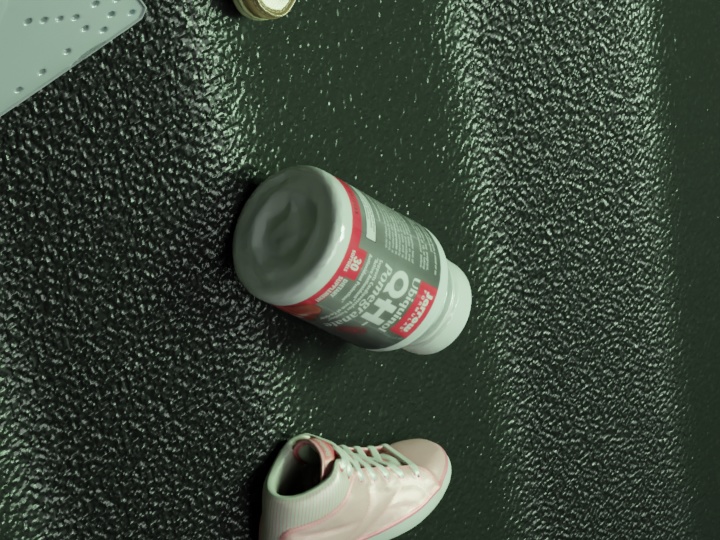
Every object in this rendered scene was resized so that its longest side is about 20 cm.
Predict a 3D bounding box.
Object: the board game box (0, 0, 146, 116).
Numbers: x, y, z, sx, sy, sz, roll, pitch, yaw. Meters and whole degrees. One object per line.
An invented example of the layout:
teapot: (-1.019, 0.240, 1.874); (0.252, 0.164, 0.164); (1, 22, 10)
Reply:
board game box: (-0.252, -0.158, 1.310); (0.199, 0.026, 0.200); (-34, 153, 1)

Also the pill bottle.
pill bottle: (0.000, 0.000, 1.681); (0.199, 0.110, 0.111); (27, 86, -48)

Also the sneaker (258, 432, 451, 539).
sneaker: (-0.003, 0.172, 1.772); (0.199, 0.075, 0.105); (-28, 130, -31)

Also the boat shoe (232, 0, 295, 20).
boat shoe: (-0.042, -0.279, 1.558); (0.074, 0.066, 0.202); (7, 100, -47)
